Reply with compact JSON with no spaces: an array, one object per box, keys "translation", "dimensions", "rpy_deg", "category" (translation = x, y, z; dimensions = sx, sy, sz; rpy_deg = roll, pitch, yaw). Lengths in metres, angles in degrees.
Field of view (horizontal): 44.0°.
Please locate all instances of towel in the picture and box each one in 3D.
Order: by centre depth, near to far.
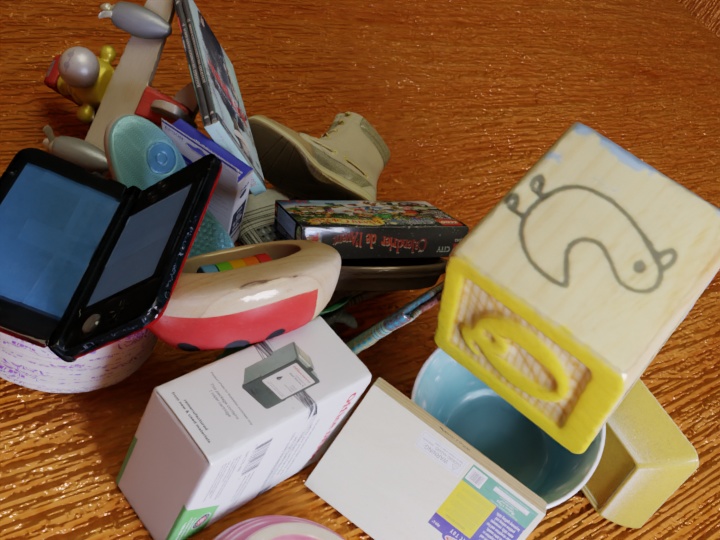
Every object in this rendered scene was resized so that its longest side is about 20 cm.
[{"translation":[0.022,0.064,0.936],"dimensions":[0.146,0.199,0.022],"rpy_deg":[-31,86,-48],"category":"towel"},{"translation":[-0.052,-0.036,1.117],"dimensions":[0.199,0.035,0.193],"rpy_deg":[-19,60,-45],"category":"towel"}]

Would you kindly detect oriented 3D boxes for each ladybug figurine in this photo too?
[{"translation":[-0.109,0.024,0.802],"dimensions":[0.198,0.073,0.136],"rpy_deg":[-12,15,-21],"category":"ladybug figurine"}]

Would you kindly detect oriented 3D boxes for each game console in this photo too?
[{"translation":[-0.233,-0.038,0.756],"dimensions":[0.119,0.171,0.201],"rpy_deg":[46,37,-31],"category":"game console"}]

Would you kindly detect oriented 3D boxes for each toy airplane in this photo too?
[{"translation":[-0.278,-0.202,1.009],"dimensions":[0.141,0.198,0.202],"rpy_deg":[32,35,-59],"category":"toy airplane"}]

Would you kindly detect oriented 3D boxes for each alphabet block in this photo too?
[{"translation":[0.208,0.019,0.859],"dimensions":[0.195,0.197,0.200],"rpy_deg":[36,66,20],"category":"alphabet block"}]

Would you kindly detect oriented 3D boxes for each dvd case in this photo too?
[{"translation":[-0.161,-0.203,1.020],"dimensions":[0.022,0.146,0.202],"rpy_deg":[-20,61,6],"category":"dvd case"}]

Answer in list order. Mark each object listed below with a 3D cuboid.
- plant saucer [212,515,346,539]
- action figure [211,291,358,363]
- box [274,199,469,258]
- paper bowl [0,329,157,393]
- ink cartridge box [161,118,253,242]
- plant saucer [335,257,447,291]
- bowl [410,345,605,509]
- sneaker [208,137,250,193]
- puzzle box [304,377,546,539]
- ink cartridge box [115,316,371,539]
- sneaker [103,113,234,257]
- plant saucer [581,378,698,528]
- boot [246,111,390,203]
[{"translation":[-0.053,0.294,0.754],"dimensions":[0.198,0.051,0.202],"rpy_deg":[18,41,-16],"category":"plant saucer"},{"translation":[-0.094,0.087,0.921],"dimensions":[0.199,0.118,0.055],"rpy_deg":[-24,75,-37],"category":"action figure"},{"translation":[0.009,-0.050,1.045],"dimensions":[0.198,0.038,0.137],"rpy_deg":[-1,16,-19],"category":"box"},{"translation":[-0.284,0.027,0.839],"dimensions":[0.199,0.105,0.202],"rpy_deg":[18,41,-16],"category":"paper bowl"},{"translation":[-0.171,-0.095,0.971],"dimensions":[0.099,0.200,0.039],"rpy_deg":[35,63,2],"category":"ink cartridge box"},{"translation":[0.000,0.000,0.994],"dimensions":[0.197,0.030,0.200],"rpy_deg":[2,6,0],"category":"plant saucer"},{"translation":[0.148,0.171,0.943],"dimensions":[0.198,0.105,0.203],"rpy_deg":[0,59,0],"category":"bowl"},{"translation":[-0.209,-0.137,1.106],"dimensions":[0.199,0.076,0.115],"rpy_deg":[31,3,30],"category":"sneaker"},{"translation":[0.060,0.213,0.850],"dimensions":[0.199,0.134,0.025],"rpy_deg":[37,19,5],"category":"puzzle box"},{"translation":[-0.103,0.143,0.806],"dimensions":[0.084,0.147,0.199],"rpy_deg":[46,40,20],"category":"ink cartridge box"},{"translation":[-0.226,-0.072,0.944],"dimensions":[0.079,0.130,0.201],"rpy_deg":[-42,119,-27],"category":"sneaker"},{"translation":[0.262,0.178,0.992],"dimensions":[0.048,0.201,0.201],"rpy_deg":[-22,60,-19],"category":"plant saucer"},{"translation":[-0.054,-0.162,1.162],"dimensions":[0.199,0.072,0.155],"rpy_deg":[33,42,-12],"category":"boot"}]
